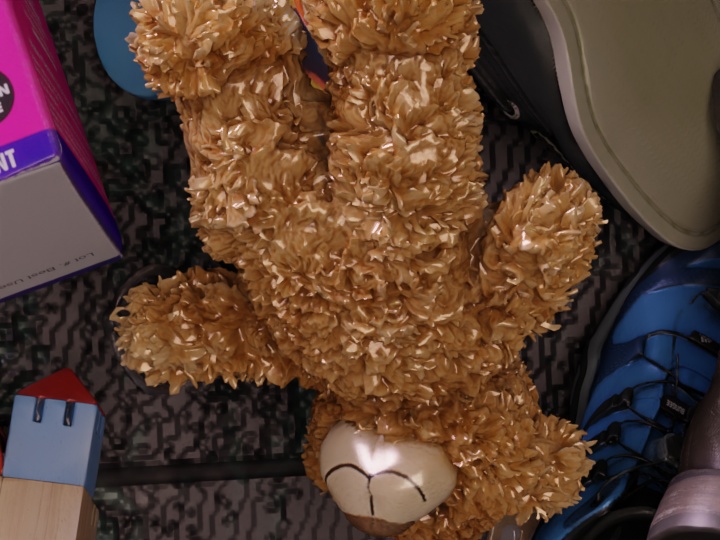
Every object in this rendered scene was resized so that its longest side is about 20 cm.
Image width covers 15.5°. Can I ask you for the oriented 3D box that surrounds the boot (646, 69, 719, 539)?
[{"bbox_3d":[0.178,0.040,0.804,0.200,0.069,0.174,30,58,-20],"label":"boot"}]

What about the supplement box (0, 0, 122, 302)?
[{"bbox_3d":[-0.153,-0.089,0.764,0.101,0.103,0.200,-21,74,-1],"label":"supplement box"}]

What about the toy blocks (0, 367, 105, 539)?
[{"bbox_3d":[-0.156,0.067,0.808,0.200,0.100,0.137,7,77,2],"label":"toy blocks"}]

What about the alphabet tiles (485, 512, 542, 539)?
[{"bbox_3d":[0.113,0.154,0.878,0.167,0.008,0.200,11,90,-7],"label":"alphabet tiles"}]

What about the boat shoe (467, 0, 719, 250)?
[{"bbox_3d":[0.052,-0.086,0.810,0.199,0.066,0.075,48,64,-33],"label":"boat shoe"}]

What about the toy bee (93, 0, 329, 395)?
[{"bbox_3d":[-0.018,-0.070,0.808,0.131,0.109,0.200,-33,116,-46],"label":"toy bee"}]

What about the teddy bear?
[{"bbox_3d":[0.000,0.000,0.745,0.145,0.067,0.200,4,121,1],"label":"teddy bear"}]

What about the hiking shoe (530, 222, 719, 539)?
[{"bbox_3d":[0.095,0.072,0.821,0.074,0.087,0.200,25,75,-5],"label":"hiking shoe"}]
